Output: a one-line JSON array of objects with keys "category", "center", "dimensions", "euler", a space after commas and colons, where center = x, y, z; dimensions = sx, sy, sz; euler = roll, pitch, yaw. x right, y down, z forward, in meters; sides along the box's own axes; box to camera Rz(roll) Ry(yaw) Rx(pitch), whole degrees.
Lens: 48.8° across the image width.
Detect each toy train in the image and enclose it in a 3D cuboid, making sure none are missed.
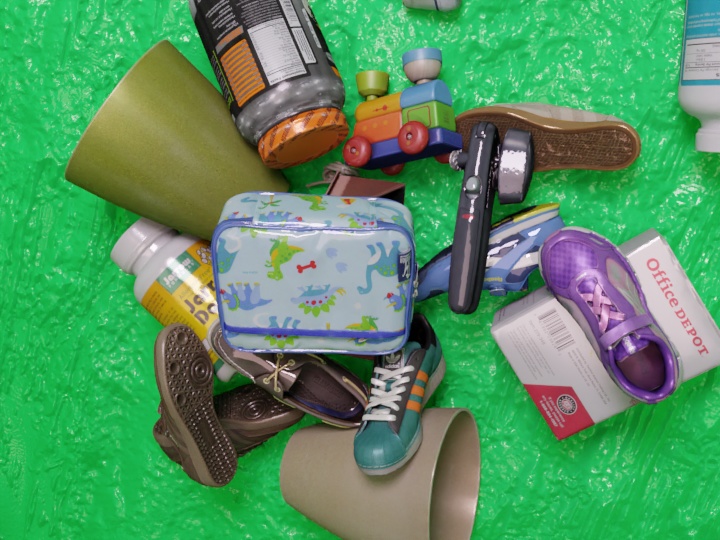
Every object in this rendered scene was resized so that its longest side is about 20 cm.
[{"category": "toy train", "center": [0.011, -0.165, 0.872], "dimensions": [0.200, 0.085, 0.116], "euler": [-8, 84, 35]}]

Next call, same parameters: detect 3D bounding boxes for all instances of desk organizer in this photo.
[{"category": "desk organizer", "center": [0.000, 0.000, 0.874], "dimensions": [0.077, 0.072, 0.200], "euler": [8, 123, 8]}]

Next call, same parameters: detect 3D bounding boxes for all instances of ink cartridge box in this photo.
[{"category": "ink cartridge box", "center": [0.262, 0.068, 0.849], "dimensions": [0.200, 0.086, 0.148], "euler": [-30, 93, 16]}]

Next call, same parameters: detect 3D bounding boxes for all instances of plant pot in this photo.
[{"category": "plant pot", "center": [-0.186, -0.116, 0.883], "dimensions": [0.200, 0.187, 0.187], "euler": [36, 108, -11]}, {"category": "plant pot", "center": [0.016, 0.241, 0.909], "dimensions": [0.200, 0.187, 0.188], "euler": [2, 103, 24]}]

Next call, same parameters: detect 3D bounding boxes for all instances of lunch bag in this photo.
[{"category": "lunch bag", "center": [-0.043, 0.009, 0.791], "dimensions": [0.200, 0.083, 0.161], "euler": [3, 121, -1]}]

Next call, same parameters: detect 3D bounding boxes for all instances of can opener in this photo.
[{"category": "can opener", "center": [0.118, -0.053, 0.805], "dimensions": [0.079, 0.063, 0.200], "euler": [11, 85, 33]}]

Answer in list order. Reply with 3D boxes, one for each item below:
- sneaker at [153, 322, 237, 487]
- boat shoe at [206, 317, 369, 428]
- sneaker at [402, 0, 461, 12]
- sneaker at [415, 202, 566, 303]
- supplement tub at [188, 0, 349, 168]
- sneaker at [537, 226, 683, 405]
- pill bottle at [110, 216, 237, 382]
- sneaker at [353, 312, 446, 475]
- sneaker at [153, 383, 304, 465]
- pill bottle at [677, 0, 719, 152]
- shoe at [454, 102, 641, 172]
[{"category": "sneaker", "center": [-0.204, 0.155, 0.894], "dimensions": [0.075, 0.070, 0.200], "euler": [-2, 108, 37]}, {"category": "boat shoe", "center": [-0.074, 0.110, 0.863], "dimensions": [0.200, 0.060, 0.072], "euler": [32, 94, -19]}, {"category": "sneaker", "center": [0.051, -0.342, 0.780], "dimensions": [0.071, 0.073, 0.200], "euler": [-1, 136, 17]}, {"category": "sneaker", "center": [0.138, -0.001, 0.872], "dimensions": [0.200, 0.074, 0.082], "euler": [-25, 97, 18]}, {"category": "supplement tub", "center": [-0.092, -0.217, 0.833], "dimensions": [0.122, 0.123, 0.200], "euler": [-25, 81, 17]}, {"category": "sneaker", "center": [0.243, 0.047, 0.760], "dimensions": [0.080, 0.088, 0.200], "euler": [-34, 89, 18]}, {"category": "pill bottle", "center": [-0.192, 0.025, 0.934], "dimensions": [0.200, 0.113, 0.113], "euler": [44, 108, 2]}, {"category": "sneaker", "center": [0.035, 0.123, 0.842], "dimensions": [0.071, 0.200, 0.080], "euler": [-4, 122, 25]}, {"category": "sneaker", "center": [-0.153, 0.195, 0.989], "dimensions": [0.200, 0.070, 0.076], "euler": [-12, 125, 13]}, {"category": "pill bottle", "center": [0.362, -0.213, 0.752], "dimensions": [0.111, 0.111, 0.200], "euler": [3, 103, 13]}, {"category": "shoe", "center": [0.194, -0.140, 0.840], "dimensions": [0.200, 0.053, 0.070], "euler": [11, 120, 22]}]
